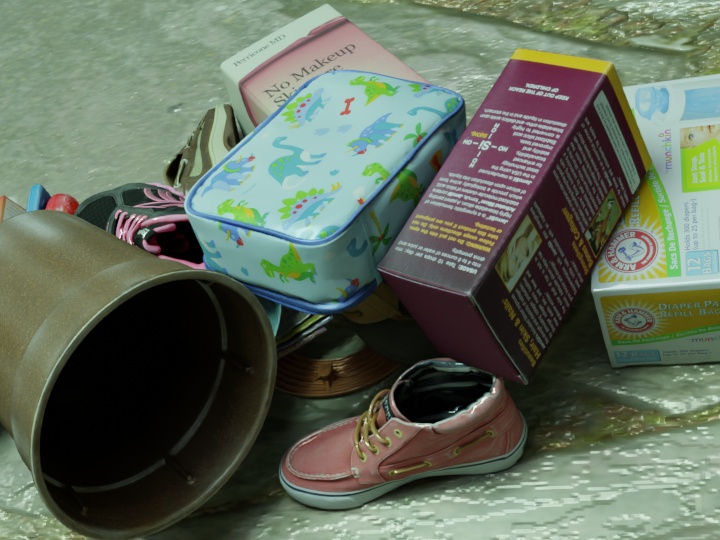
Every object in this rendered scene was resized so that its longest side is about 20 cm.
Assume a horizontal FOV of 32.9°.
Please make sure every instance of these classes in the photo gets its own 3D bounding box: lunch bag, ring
[{"bbox_3d":[-0.021,-0.063,0.887,0.159,0.083,0.200,15,47,34],"label":"lunch bag"},{"bbox_3d":[-0.020,0.018,1.054,0.197,0.019,0.203,-11,52,14],"label":"ring"}]

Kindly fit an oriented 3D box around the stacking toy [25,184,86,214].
[{"bbox_3d":[-0.204,-0.025,1.122,0.196,0.117,0.111,-8,52,2],"label":"stacking toy"}]

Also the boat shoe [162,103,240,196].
[{"bbox_3d":[-0.147,-0.100,1.126,0.074,0.076,0.203,-11,24,-2],"label":"boat shoe"}]

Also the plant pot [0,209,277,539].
[{"bbox_3d":[-0.197,0.057,0.898,0.200,0.201,0.197,-46,47,-16],"label":"plant pot"}]

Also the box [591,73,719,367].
[{"bbox_3d":[0.237,-0.038,0.934,0.111,0.102,0.202,-6,52,18],"label":"box"}]

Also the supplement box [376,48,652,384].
[{"bbox_3d":[0.113,-0.040,0.855,0.085,0.111,0.201,17,66,40],"label":"supplement box"}]

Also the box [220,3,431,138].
[{"bbox_3d":[-0.020,-0.131,1.095,0.127,0.110,0.200,-32,45,-14],"label":"box"}]

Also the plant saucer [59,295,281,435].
[{"bbox_3d":[-0.156,0.052,1.016,0.197,0.028,0.203,-9,53,12],"label":"plant saucer"}]

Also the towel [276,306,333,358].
[{"bbox_3d":[-0.130,0.037,1.049,0.198,0.023,0.145,-27,52,-3],"label":"towel"}]

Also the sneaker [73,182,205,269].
[{"bbox_3d":[-0.164,-0.030,0.992,0.197,0.095,0.080,9,93,25],"label":"sneaker"}]

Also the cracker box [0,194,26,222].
[{"bbox_3d":[-0.363,0.046,1.126,0.133,0.058,0.202,-29,46,24],"label":"cracker box"}]

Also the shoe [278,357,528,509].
[{"bbox_3d":[0.021,0.117,0.911,0.197,0.091,0.072,-12,50,13],"label":"shoe"}]

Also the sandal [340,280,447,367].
[{"bbox_3d":[0.000,0.000,0.966,0.081,0.055,0.201,-40,89,16],"label":"sandal"}]
